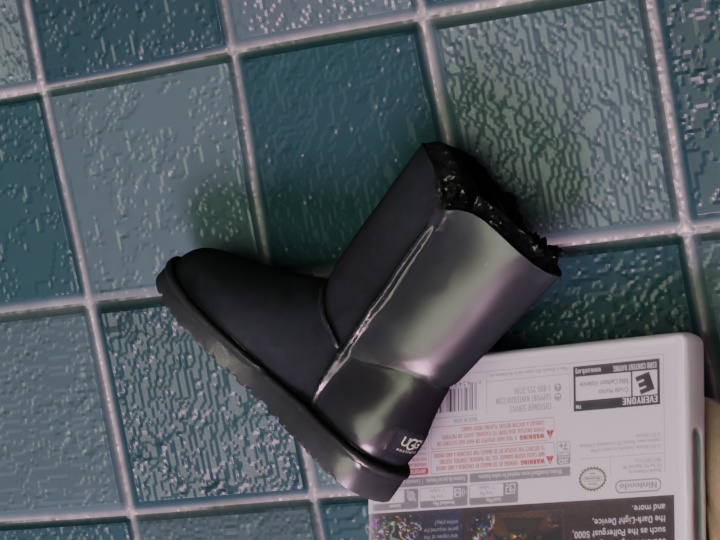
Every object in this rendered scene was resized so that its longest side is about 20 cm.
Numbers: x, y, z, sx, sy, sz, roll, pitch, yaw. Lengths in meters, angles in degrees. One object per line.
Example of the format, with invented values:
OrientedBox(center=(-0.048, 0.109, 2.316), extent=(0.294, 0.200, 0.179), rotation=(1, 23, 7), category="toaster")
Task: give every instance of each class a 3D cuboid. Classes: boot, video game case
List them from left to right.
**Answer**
OrientedBox(center=(0.000, 0.000, 1.365), extent=(0.200, 0.076, 0.168), rotation=(43, 104, 36), category="boot")
OrientedBox(center=(0.087, 0.131, 1.326), extent=(0.200, 0.023, 0.182), rotation=(-7, 77, 37), category="video game case")

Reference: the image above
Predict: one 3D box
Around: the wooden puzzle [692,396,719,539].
OrientedBox(center=(0.164, 0.193, 1.301), extent=(0.200, 0.046, 0.185), rotation=(-52, 50, 26), category="wooden puzzle")
